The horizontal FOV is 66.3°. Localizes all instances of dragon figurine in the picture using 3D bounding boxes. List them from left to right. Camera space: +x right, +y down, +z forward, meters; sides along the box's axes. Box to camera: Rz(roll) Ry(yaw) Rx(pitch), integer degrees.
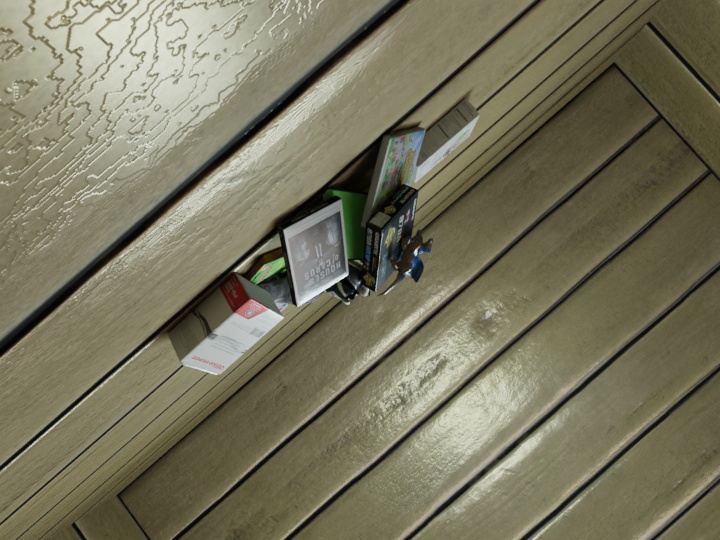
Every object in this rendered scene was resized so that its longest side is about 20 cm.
[{"bbox_3d":[0.111,-0.012,1.271,0.202,0.058,0.100,-66,153,-14],"label":"dragon figurine"}]

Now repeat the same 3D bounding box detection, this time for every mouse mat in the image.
[{"bbox_3d":[-0.030,-0.096,1.201,0.198,0.007,0.163,-2,117,-49],"label":"mouse mat"}]

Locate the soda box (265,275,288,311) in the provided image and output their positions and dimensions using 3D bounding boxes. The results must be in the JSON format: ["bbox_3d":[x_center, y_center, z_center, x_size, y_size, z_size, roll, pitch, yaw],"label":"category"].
[{"bbox_3d":[-0.232,0.069,1.451,0.063,0.068,0.200,-39,174,-15],"label":"soda box"}]

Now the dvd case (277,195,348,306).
[{"bbox_3d":[-0.093,-0.038,1.148,0.149,0.025,0.202,-32,136,-29],"label":"dvd case"}]

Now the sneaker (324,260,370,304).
[{"bbox_3d":[0.000,0.000,1.374,0.199,0.129,0.080,-43,162,-17],"label":"sneaker"}]

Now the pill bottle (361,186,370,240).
[{"bbox_3d":[-0.001,-0.122,1.319,0.199,0.112,0.111,-37,173,-36],"label":"pill bottle"}]

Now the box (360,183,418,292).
[{"bbox_3d":[0.065,-0.071,1.250,0.159,0.046,0.202,-47,155,-37],"label":"box"}]

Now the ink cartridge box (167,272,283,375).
[{"bbox_3d":[-0.287,0.118,1.183,0.199,0.083,0.147,-41,151,3],"label":"ink cartridge box"}]

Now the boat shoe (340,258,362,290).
[{"bbox_3d":[-0.075,-0.016,1.271,0.074,0.198,0.063,-6,-122,65],"label":"boat shoe"}]

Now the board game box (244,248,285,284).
[{"bbox_3d":[-0.195,-0.016,1.272,0.095,0.030,0.200,-44,176,30],"label":"board game box"}]

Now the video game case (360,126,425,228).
[{"bbox_3d":[0.073,-0.205,1.204,0.182,0.022,0.203,-32,142,-55],"label":"video game case"}]

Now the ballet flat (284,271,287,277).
[{"bbox_3d":[-0.110,-0.046,1.416,0.199,0.068,0.069,-32,156,-31],"label":"ballet flat"}]

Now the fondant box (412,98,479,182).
[{"bbox_3d":[0.198,-0.323,1.389,0.199,0.058,0.144,-40,174,-3],"label":"fondant box"}]

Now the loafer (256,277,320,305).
[{"bbox_3d":[-0.191,0.046,1.324,0.197,0.073,0.063,-4,-167,-34],"label":"loafer"}]
